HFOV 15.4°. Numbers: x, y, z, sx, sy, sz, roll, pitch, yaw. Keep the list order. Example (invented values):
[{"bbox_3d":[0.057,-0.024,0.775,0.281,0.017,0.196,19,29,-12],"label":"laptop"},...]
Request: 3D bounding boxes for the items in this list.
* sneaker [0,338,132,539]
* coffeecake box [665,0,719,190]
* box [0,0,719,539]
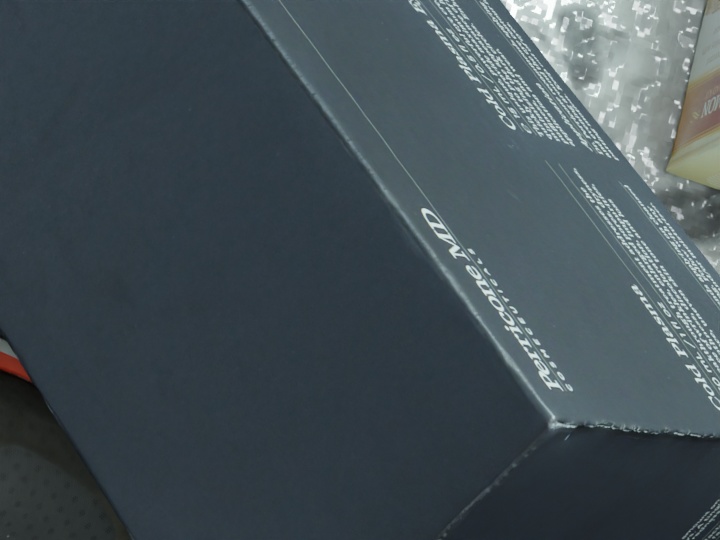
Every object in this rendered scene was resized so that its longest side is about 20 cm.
[{"bbox_3d":[-0.148,0.055,0.707,0.199,0.082,0.077,21,120,-21],"label":"sneaker"},{"bbox_3d":[0.172,-0.126,0.805,0.073,0.153,0.201,17,78,-12],"label":"coffeecake box"},{"bbox_3d":[0.000,0.000,0.682,0.104,0.182,0.200,-45,65,19],"label":"box"}]
